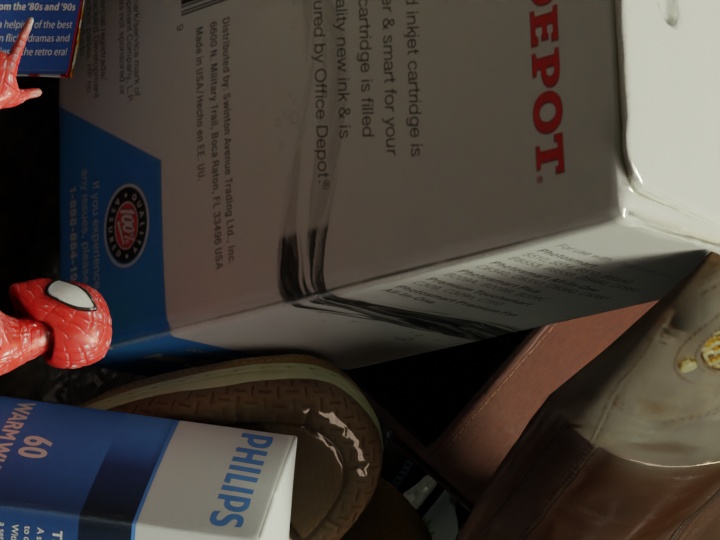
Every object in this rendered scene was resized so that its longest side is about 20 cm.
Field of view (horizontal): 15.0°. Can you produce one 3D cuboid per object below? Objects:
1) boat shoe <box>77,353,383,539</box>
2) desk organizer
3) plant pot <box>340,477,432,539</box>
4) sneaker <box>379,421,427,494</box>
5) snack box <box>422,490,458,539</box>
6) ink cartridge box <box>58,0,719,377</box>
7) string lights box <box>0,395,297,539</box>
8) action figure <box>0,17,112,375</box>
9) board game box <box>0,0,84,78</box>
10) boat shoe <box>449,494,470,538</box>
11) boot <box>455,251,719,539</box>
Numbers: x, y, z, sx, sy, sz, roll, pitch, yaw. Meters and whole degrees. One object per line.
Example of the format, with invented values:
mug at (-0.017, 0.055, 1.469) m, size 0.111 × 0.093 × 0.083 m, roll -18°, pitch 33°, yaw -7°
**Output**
boat shoe at (-0.081, 0.068, 0.790) m, size 0.199 × 0.076 × 0.072 m, roll -23°, pitch 109°, yaw 18°
desk organizer at (0.081, -0.017, 0.840) m, size 0.200 × 0.072 × 0.077 m, roll -48°, pitch 142°, yaw -2°
plant pot at (-0.024, 0.186, 0.831) m, size 0.185 × 0.200 × 0.187 m, roll -13°, pitch 129°, yaw -17°
sneaker at (0.000, 0.000, 0.896) m, size 0.082 × 0.073 × 0.201 m, roll -24°, pitch 137°, yaw -38°
snack box at (0.095, 0.106, 0.985) m, size 0.200 × 0.142 × 0.053 m, roll -50°, pitch 138°, yaw -12°
ink cartridge box at (0.013, -0.056, 0.741) m, size 0.084 × 0.199 × 0.147 m, roll 16°, pitch 68°, yaw -48°
string lights box at (-0.121, 0.088, 0.730) m, size 0.059 × 0.199 × 0.103 m, roll -72°, pitch 168°, yaw -64°
action figure at (-0.157, -0.020, 0.692) m, size 0.199 × 0.065 × 0.100 m, roll 11°, pitch 72°, yaw -19°
board game box at (-0.127, -0.150, 0.699) m, size 0.151 × 0.046 × 0.201 m, roll -4°, pitch 114°, yaw -43°
boat shoe at (0.063, 0.099, 0.912) m, size 0.073 × 0.200 × 0.068 m, roll 5°, pitch 124°, yaw -19°
boot at (0.097, 0.055, 0.752) m, size 0.186 × 0.064 × 0.200 m, roll -24°, pitch 155°, yaw -35°
